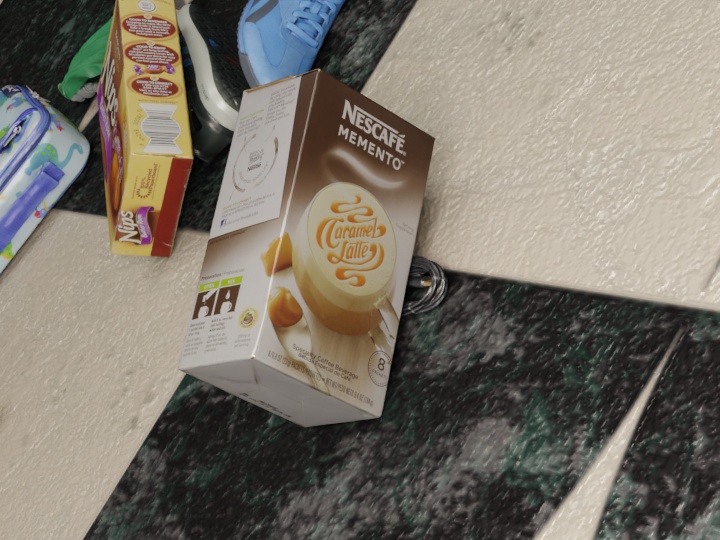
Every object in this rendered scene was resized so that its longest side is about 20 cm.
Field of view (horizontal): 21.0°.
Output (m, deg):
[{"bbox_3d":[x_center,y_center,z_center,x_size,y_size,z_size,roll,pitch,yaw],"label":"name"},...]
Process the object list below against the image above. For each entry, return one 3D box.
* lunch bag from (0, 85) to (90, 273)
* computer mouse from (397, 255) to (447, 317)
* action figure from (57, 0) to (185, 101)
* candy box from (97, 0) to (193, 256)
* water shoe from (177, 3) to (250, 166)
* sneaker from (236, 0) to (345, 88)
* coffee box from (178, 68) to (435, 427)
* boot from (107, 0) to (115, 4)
[{"bbox_3d":[-0.357,-0.079,1.901,0.200,0.082,0.161,-52,31,2],"label":"lunch bag"},{"bbox_3d":[0.000,0.000,1.339,0.199,0.034,0.059,20,83,54],"label":"computer mouse"},{"bbox_3d":[-0.244,-0.214,1.917,0.200,0.055,0.119,-27,37,50],"label":"action figure"},{"bbox_3d":[-0.182,-0.124,1.627,0.117,0.056,0.201,109,157,-45],"label":"candy box"},{"bbox_3d":[-0.143,-0.165,1.693,0.079,0.071,0.200,-48,27,18],"label":"water shoe"},{"bbox_3d":[-0.048,-0.222,1.626,0.078,0.066,0.201,-23,39,35],"label":"sneaker"},{"bbox_3d":[-0.033,-0.013,1.264,0.079,0.114,0.202,-12,60,46],"label":"coffee box"},{"bbox_3d":[-0.191,-0.342,1.990,0.199,0.068,0.131,-5,47,44],"label":"boot"}]
